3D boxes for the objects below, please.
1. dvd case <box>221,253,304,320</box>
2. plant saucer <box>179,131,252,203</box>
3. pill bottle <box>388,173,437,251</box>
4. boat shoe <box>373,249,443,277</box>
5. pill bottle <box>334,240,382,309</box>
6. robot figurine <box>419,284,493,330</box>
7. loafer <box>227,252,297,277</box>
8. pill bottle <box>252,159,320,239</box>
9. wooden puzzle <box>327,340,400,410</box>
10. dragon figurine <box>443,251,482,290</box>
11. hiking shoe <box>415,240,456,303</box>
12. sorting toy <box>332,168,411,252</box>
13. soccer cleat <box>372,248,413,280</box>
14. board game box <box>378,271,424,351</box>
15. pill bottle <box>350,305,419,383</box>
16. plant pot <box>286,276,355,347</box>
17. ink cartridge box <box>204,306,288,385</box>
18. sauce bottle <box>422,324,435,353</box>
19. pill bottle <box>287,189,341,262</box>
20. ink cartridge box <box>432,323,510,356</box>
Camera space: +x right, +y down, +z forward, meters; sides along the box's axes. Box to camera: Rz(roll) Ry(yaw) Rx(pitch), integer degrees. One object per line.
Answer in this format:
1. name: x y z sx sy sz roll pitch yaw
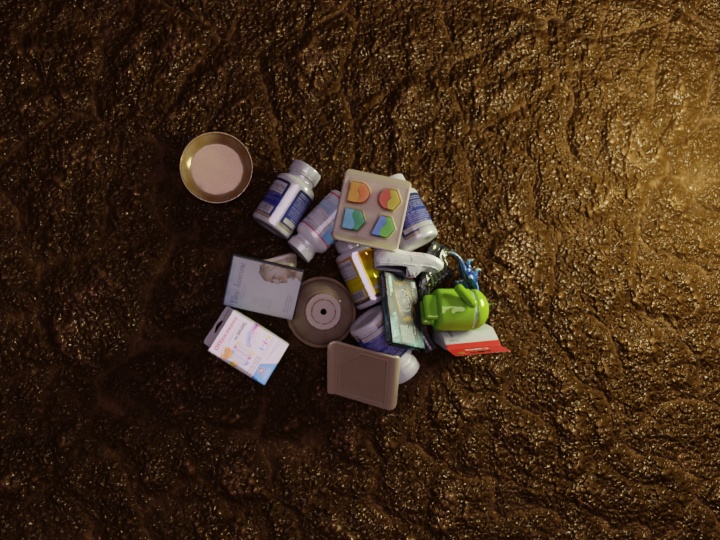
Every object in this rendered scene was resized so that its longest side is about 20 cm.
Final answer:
1. dvd case: -0.262 0.045 1.549 0.198 0.018 0.144 13 99 -5
2. plant saucer: -0.403 -0.286 1.612 0.198 0.035 0.202 1 86 -9
3. pill bottle: 0.124 -0.165 1.632 0.119 0.120 0.201 -24 80 -10
4. boat shoe: 0.132 -0.014 1.583 0.198 0.072 0.069 14 66 -13
5. pill bottle: 0.000 0.000 1.616 0.109 0.109 0.201 -24 90 -10
6. robot figurine: 0.266 0.109 1.599 0.198 0.176 0.117 0 65 -8
7. loafer: -0.266 0.005 1.590 0.198 0.076 0.069 -16 82 -11
8. pill bottle: -0.199 -0.200 1.595 0.119 0.120 0.201 33 81 -5
9. wooden puzzle: 0.007 0.282 1.562 0.198 0.037 0.186 10 122 13
10. dragon figurine: 0.307 0.024 1.654 0.200 0.058 0.100 44 44 -41
11. hiking shoe: 0.220 0.017 1.667 0.100 0.076 0.202 17 82 -4
12. sorting toy: 0.030 -0.164 1.547 0.183 0.036 0.202 12 85 2
13. soccer cleat: 0.081 -0.038 1.664 0.076 0.067 0.201 -33 97 21
14. board game box: 0.111 0.111 1.558 0.135 0.028 0.202 17 58 -42
15. pill bottle: 0.072 0.210 1.591 0.119 0.120 0.201 -38 102 -10
16. plant pot: -0.106 0.116 1.598 0.199 0.093 0.203 1 86 -10
17. ink cartridge box: -0.310 0.198 1.541 0.199 0.125 0.129 32 81 -6
18. sauce bottle: 0.150 0.142 1.651 0.064 0.065 0.201 -28 89 -10
19. pill bottle: -0.106 -0.121 1.609 0.109 0.109 0.200 44 81 -3
20. ink cartridge box: 0.304 0.189 1.603 0.159 0.200 0.051 -4 94 -10
